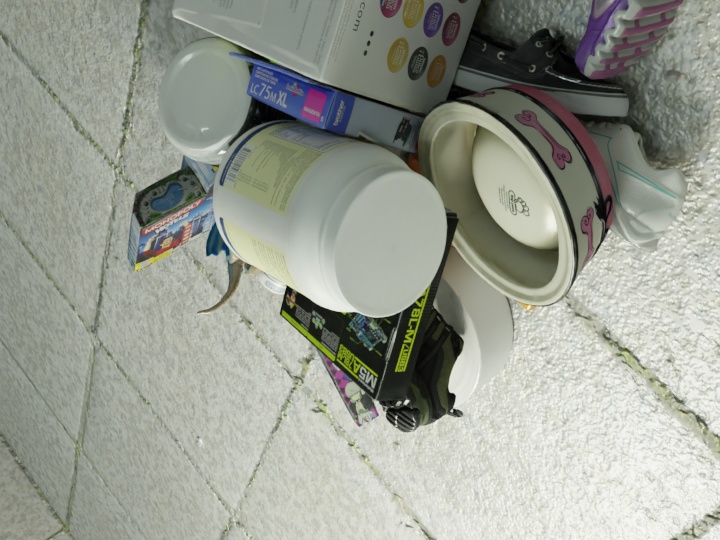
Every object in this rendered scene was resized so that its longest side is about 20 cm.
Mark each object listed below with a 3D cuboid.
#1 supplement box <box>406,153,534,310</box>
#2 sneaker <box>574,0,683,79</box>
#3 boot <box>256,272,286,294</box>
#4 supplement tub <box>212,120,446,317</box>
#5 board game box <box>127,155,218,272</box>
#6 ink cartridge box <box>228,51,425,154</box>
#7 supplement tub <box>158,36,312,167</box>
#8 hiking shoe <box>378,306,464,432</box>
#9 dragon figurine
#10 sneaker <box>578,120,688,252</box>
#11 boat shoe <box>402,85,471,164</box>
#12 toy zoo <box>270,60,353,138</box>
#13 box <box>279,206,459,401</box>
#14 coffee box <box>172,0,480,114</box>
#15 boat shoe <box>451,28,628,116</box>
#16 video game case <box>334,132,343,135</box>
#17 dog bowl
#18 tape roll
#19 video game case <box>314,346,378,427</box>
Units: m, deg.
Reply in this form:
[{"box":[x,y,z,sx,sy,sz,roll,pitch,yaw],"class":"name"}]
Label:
[{"box":[0.132,-0.053,0.879,0.199,0.068,0.067,41,140,20],"class":"supplement box"},{"box":[0.219,-0.254,0.666,0.088,0.080,0.202,45,134,28],"class":"sneaker"},{"box":[-0.095,-0.068,1.076,0.091,0.072,0.202,-53,34,30],"class":"boot"},{"box":[-0.031,-0.049,0.754,0.199,0.143,0.148,26,131,49],"class":"supplement tub"},{"box":[-0.220,-0.104,1.096,0.062,0.198,0.200,53,153,9],"class":"board game box"},{"box":[-0.020,-0.153,0.783,0.118,0.198,0.043,30,104,39],"class":"ink cartridge box"},{"box":[-0.113,-0.162,0.897,0.120,0.199,0.126,-2,85,23],"class":"supplement tub"},{"box":[0.061,0.066,0.903,0.075,0.099,0.205,-9,86,52],"class":"hiking shoe"},{"box":[-0.148,-0.034,1.010,0.058,0.204,0.099,27,167,-30],"class":"dragon figurine"},{"box":[0.214,-0.106,0.770,0.200,0.070,0.081,45,113,27],"class":"sneaker"},{"box":[0.068,-0.173,0.874,0.198,0.072,0.074,31,131,32],"class":"boat shoe"},{"box":[-0.055,-0.228,1.015,0.202,0.020,0.131,58,141,4],"class":"toy zoo"},{"box":[0.000,0.000,0.863,0.199,0.047,0.197,34,116,48],"class":"box"},{"box":[-0.016,-0.279,0.760,0.198,0.196,0.203,28,105,33],"class":"coffee box"},{"box":[0.160,-0.191,0.775,0.198,0.069,0.068,26,115,41],"class":"boat shoe"},{"box":[-0.021,-0.042,1.000,0.183,0.022,0.203,-120,32,-42],"class":"video game case"},{"box":[0.140,-0.073,0.744,0.200,0.073,0.202,47,156,27],"class":"dog bowl"},{"box":[0.082,0.060,0.998,0.200,0.070,0.206,25,129,35],"class":"tape roll"},{"box":[-0.035,0.098,1.088,0.184,0.035,0.200,63,178,-2],"class":"video game case"}]
